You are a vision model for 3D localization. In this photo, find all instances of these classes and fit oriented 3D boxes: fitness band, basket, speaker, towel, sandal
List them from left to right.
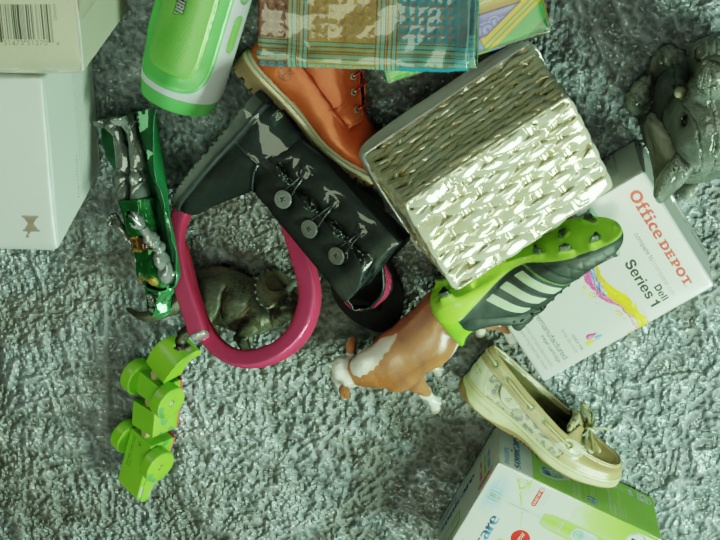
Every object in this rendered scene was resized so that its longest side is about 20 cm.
[{"bbox_3d":[-0.146,-0.251,1.497,0.087,0.089,0.202,18,114,-5],"label":"speaker"},{"bbox_3d":[-0.117,-0.003,1.582,0.142,0.037,0.202,-21,78,12],"label":"fitness band"},{"bbox_3d":[0.000,0.000,1.590,0.074,0.045,0.201,-1,139,9],"label":"sandal"},{"bbox_3d":[0.007,-0.248,1.386,0.197,0.022,0.149,2,101,8],"label":"towel"},{"bbox_3d":[0.120,-0.095,1.493,0.199,0.124,0.136,-33,125,3],"label":"basket"}]

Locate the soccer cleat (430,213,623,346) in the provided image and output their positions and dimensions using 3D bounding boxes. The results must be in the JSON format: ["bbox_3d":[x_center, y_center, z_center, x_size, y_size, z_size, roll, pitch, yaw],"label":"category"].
[{"bbox_3d":[0.163,0.008,1.520,0.198,0.068,0.081,-23,124,15],"label":"soccer cleat"}]

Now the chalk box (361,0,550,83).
[{"bbox_3d":[0.063,-0.249,1.452,0.197,0.125,0.126,-15,98,9],"label":"chalk box"}]

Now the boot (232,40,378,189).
[{"bbox_3d":[-0.016,-0.166,1.536,0.200,0.075,0.107,42,105,-13],"label":"boot"}]

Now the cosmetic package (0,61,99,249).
[{"bbox_3d":[-0.347,-0.134,1.499,0.165,0.201,0.168,1,115,2],"label":"cosmetic package"}]

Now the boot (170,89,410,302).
[{"bbox_3d":[-0.070,-0.049,1.528,0.200,0.066,0.165,43,129,-2],"label":"boot"}]

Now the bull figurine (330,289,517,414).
[{"bbox_3d":[0.062,0.081,1.626,0.199,0.066,0.121,-39,135,25],"label":"bull figurine"}]

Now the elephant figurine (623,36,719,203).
[{"bbox_3d":[0.311,-0.125,1.461,0.155,0.201,0.142,40,110,-14],"label":"elephant figurine"}]

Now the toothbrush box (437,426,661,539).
[{"bbox_3d":[0.200,0.281,1.714,0.198,0.086,0.147,26,113,-7],"label":"toothbrush box"}]

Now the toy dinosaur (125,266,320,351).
[{"bbox_3d":[-0.138,0.037,1.643,0.197,0.077,0.104,10,97,11],"label":"toy dinosaur"}]

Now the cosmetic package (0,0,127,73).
[{"bbox_3d":[-0.280,-0.249,1.443,0.102,0.200,0.088,0,114,2],"label":"cosmetic package"}]

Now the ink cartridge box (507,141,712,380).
[{"bbox_3d":[0.228,-0.009,1.582,0.199,0.084,0.145,-31,108,16],"label":"ink cartridge box"}]

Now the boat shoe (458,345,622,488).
[{"bbox_3d":[0.198,0.156,1.664,0.199,0.073,0.063,32,110,-8],"label":"boat shoe"}]

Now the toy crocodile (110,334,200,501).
[{"bbox_3d":[-0.219,0.158,1.702,0.067,0.061,0.202,32,122,32],"label":"toy crocodile"}]

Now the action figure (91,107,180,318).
[{"bbox_3d":[-0.213,-0.052,1.556,0.054,0.118,0.203,-18,100,-30],"label":"action figure"}]
